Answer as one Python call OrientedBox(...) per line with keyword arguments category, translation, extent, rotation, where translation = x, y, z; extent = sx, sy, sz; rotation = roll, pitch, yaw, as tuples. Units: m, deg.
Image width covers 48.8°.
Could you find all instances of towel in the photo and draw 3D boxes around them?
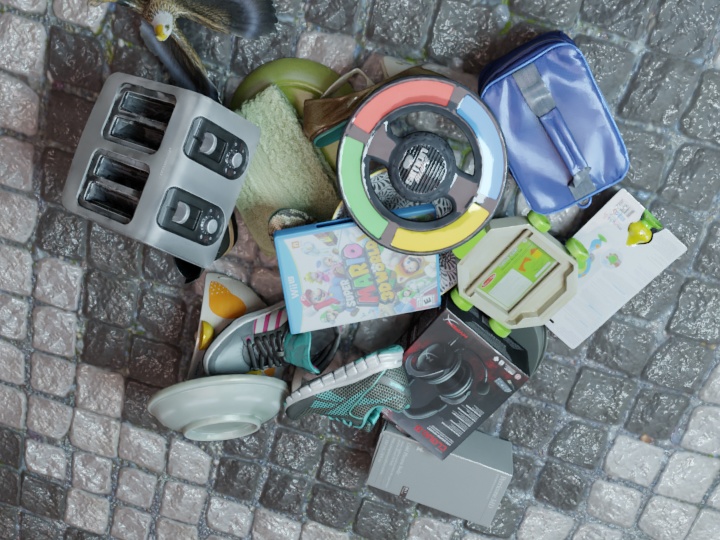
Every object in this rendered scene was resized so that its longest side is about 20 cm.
OrientedBox(category="towel", translation=(-0.112, -0.123, 1.025), extent=(0.146, 0.037, 0.202), rotation=(-25, 107, 18))

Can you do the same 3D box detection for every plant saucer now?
OrientedBox(category="plant saucer", translation=(-0.085, -0.171, 1.036), extent=(0.195, 0.031, 0.204), rotation=(3, 113, 7))
OrientedBox(category="plant saucer", translation=(-0.190, 0.195, 1.079), extent=(0.196, 0.200, 0.051), rotation=(-15, 67, 15))

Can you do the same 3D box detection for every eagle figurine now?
OrientedBox(category="eagle figurine", translation=(-0.220, -0.304, 0.960), extent=(0.198, 0.154, 0.150), rotation=(27, 155, -30))

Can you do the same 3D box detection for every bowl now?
OrientedBox(category="bowl", translation=(0.050, -0.062, 1.013), extent=(0.196, 0.095, 0.204), rotation=(-5, 122, -7))

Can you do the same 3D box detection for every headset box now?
OrientedBox(category="headset box", translation=(0.109, 0.147, 1.074), extent=(0.148, 0.077, 0.200), rotation=(39, 113, -8))

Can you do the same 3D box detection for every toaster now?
OrientedBox(category="toaster", translation=(-0.240, -0.124, 0.942), extent=(0.197, 0.118, 0.184), rotation=(20, 87, 31))

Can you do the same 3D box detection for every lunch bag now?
OrientedBox(category="lunch bag", translation=(0.225, -0.165, 0.931), extent=(0.134, 0.133, 0.202), rotation=(-27, 106, 19))

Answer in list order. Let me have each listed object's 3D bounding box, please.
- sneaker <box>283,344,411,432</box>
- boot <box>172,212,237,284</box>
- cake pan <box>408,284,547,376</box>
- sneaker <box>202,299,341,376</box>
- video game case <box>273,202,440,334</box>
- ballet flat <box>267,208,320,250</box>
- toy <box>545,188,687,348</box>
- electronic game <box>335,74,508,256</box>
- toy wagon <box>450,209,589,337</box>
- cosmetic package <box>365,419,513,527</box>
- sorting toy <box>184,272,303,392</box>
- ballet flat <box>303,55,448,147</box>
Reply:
OrientedBox(category="sneaker", translation=(-0.017, 0.172, 1.034), extent=(0.198, 0.077, 0.093), rotation=(-27, 83, 31))
OrientedBox(category="boot", translation=(-0.221, -0.097, 1.031), extent=(0.076, 0.139, 0.204), rotation=(-14, 109, 15))
OrientedBox(category="cake pan", translation=(0.163, 0.101, 1.108), extent=(0.195, 0.037, 0.205), rotation=(4, 113, 8))
OrientedBox(category="sneaker", translation=(-0.105, 0.105, 1.057), extent=(0.198, 0.120, 0.085), rotation=(-28, 119, -21))
OrientedBox(category="video game case", translation=(0.000, 0.000, 0.975), extent=(0.195, 0.018, 0.146), rotation=(-10, 124, -5))
OrientedBox(category="ballet flat", translation=(-0.052, -0.007, 1.027), extent=(0.067, 0.076, 0.201), rotation=(-36, 145, 0))
OrientedBox(category="toy", translation=(0.307, -0.004, 1.033), extent=(0.115, 0.047, 0.200), rotation=(39, 120, -6))
OrientedBox(category="electronic game", translation=(0.069, -0.116, 0.895), extent=(0.195, 0.042, 0.205), rotation=(1, 105, 3))
OrientedBox(category="toy wagon", translation=(0.180, -0.008, 0.985), extent=(0.198, 0.040, 0.155), rotation=(33, 116, -20))
OrientedBox(category="cosmetic package", translation=(0.117, 0.284, 1.168), extent=(0.196, 0.090, 0.109), rotation=(18, 115, 5))
OrientedBox(category="sorting toy", translation=(-0.160, 0.129, 1.157), extent=(0.176, 0.107, 0.203), rotation=(11, 116, -17))
OrientedBox(category="ballet flat", translation=(0.018, -0.218, 0.975), extent=(0.196, 0.068, 0.074), rotation=(-21, 80, 1))
